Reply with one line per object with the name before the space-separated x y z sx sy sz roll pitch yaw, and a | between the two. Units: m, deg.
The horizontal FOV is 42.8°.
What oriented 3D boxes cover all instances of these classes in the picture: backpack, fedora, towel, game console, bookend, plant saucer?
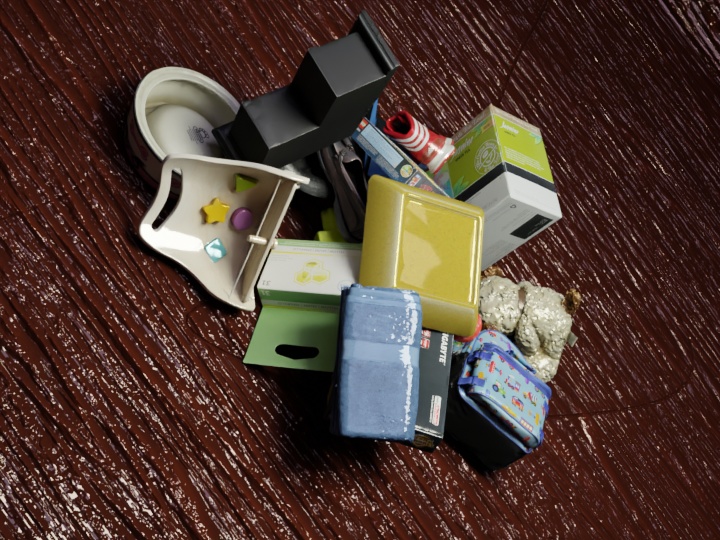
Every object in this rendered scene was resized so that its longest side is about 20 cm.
backpack | 0.208 0.181 1.437 0.182 0.134 0.201 43 41 -12
fedora | -0.097 -0.183 1.425 0.200 0.091 0.202 25 53 -37
towel | 0.022 0.120 1.180 0.111 0.049 0.202 8 70 -10
game console | 0.053 -0.215 1.575 0.175 0.116 0.201 33 46 -22
bookend | -0.079 -0.230 1.246 0.199 0.199 0.093 -29 82 -26
plant saucer | 0.099 -0.024 1.292 0.198 0.048 0.202 14 72 -27

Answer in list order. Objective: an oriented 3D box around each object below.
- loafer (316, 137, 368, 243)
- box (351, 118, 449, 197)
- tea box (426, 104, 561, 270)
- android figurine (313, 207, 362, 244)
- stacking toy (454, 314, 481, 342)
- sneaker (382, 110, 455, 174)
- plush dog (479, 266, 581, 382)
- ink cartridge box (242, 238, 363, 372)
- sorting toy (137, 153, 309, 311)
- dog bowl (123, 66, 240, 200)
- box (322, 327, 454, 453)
loafer | -0.012 -0.141 1.372 0.072 0.063 0.202 1 69 -47
box | 0.075 -0.151 1.438 0.137 0.038 0.200 48 9 29
tea box | 0.222 -0.142 1.619 0.133 0.200 0.198 18 51 -34
android figurine | 0.000 0.000 1.387 0.180 0.041 0.202 -8 74 -18
stacking toy | 0.107 0.022 1.354 0.200 0.085 0.085 48 41 -6
sneaker | 0.096 -0.230 1.564 0.115 0.078 0.200 42 1 -9
plush dog | 0.270 0.074 1.578 0.170 0.161 0.201 13 52 -8
ink cartridge box | -0.073 0.043 1.273 0.144 0.048 0.201 4 45 13
sorting toy | -0.194 -0.074 1.223 0.179 0.201 0.107 17 18 -26
dog bowl | -0.246 -0.186 1.309 0.199 0.074 0.202 24 48 -29
box | 0.043 0.137 1.267 0.158 0.046 0.201 19 46 -6
